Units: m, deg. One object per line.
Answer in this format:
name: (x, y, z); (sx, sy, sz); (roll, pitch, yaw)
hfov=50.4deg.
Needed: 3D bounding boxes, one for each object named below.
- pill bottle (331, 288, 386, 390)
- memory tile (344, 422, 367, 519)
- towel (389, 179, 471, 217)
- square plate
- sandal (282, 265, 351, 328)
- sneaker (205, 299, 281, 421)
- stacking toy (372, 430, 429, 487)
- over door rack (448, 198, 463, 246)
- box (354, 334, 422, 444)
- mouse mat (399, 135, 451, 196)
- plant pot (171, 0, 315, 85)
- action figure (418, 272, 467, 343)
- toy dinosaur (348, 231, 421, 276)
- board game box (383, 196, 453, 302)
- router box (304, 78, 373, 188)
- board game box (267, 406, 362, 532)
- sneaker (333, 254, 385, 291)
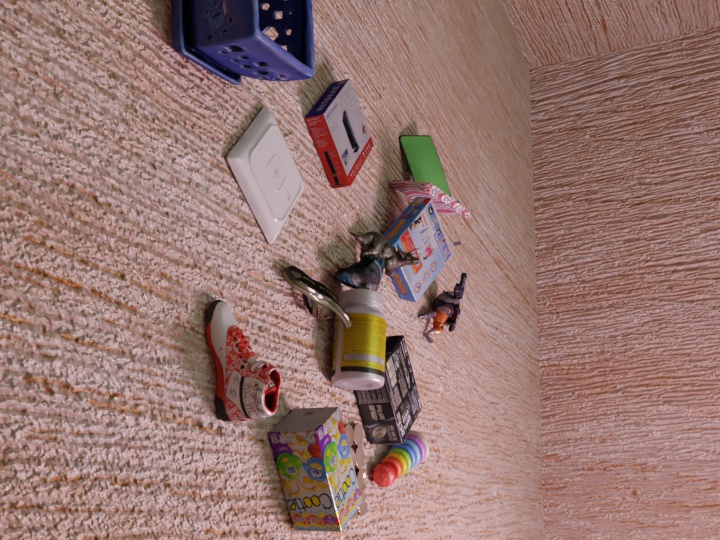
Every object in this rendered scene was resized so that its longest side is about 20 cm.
pill bottle: (-0.002, 0.148, 1.642); (0.114, 0.114, 0.201); (38, 50, -57)
memory tile: (-0.026, 0.429, 1.632); (0.153, 0.017, 0.201); (14, 70, -64)
towel: (0.188, -0.190, 2.069); (0.200, 0.146, 0.030); (29, 80, -40)
square plate: (-0.170, -0.186, 1.467); (0.200, 0.028, 0.198); (-67, 142, -47)
sandal: (-0.093, 0.059, 1.540); (0.201, 0.057, 0.080); (38, 10, -36)
sneaker: (-0.185, 0.144, 1.245); (0.067, 0.108, 0.202); (0, 84, -65)
stacking toy: (0.089, 0.451, 1.813); (0.200, 0.085, 0.086); (-19, 101, -60)
over door rack: (0.216, -0.157, 2.241); (0.200, 0.067, 0.148); (15, 68, -42)
box: (0.061, 0.276, 1.779); (0.164, 0.086, 0.201); (-47, 125, -60)
mouse mat: (0.189, -0.299, 2.214); (0.161, 0.008, 0.201); (-11, 81, -48)
plant pot: (-0.201, -0.428, 1.280); (0.200, 0.179, 0.201); (14, 70, -65)
action figure: (0.240, 0.096, 2.211); (0.193, 0.104, 0.201); (-49, 153, -65)
toy dinosaur: (0.045, -0.046, 1.847); (0.200, 0.077, 0.102); (32, 60, -17)
board game box: (0.146, -0.055, 2.011); (0.196, 0.056, 0.200); (-49, 132, -30)
router box: (-0.044, -0.315, 1.752); (0.200, 0.049, 0.180); (-65, 141, -49)
board game box: (-0.082, 0.368, 1.418); (0.103, 0.105, 0.201); (-37, 116, -62)
sneaker: (0.000, 0.000, 1.714); (0.082, 0.073, 0.200); (-66, 164, 5)
